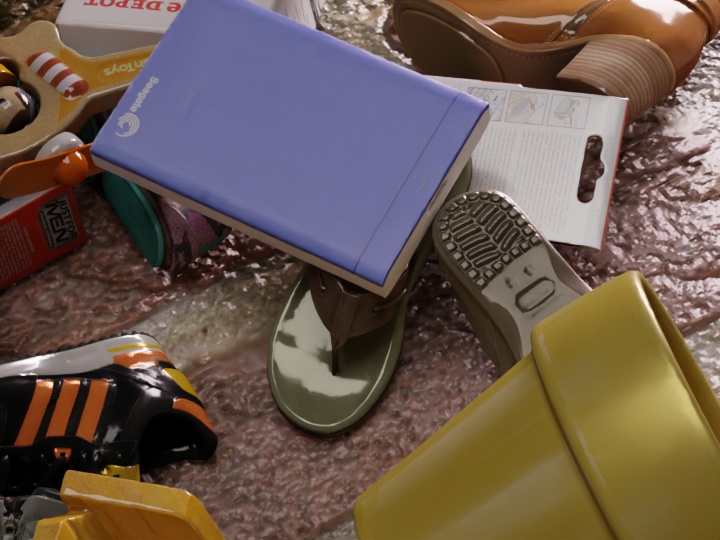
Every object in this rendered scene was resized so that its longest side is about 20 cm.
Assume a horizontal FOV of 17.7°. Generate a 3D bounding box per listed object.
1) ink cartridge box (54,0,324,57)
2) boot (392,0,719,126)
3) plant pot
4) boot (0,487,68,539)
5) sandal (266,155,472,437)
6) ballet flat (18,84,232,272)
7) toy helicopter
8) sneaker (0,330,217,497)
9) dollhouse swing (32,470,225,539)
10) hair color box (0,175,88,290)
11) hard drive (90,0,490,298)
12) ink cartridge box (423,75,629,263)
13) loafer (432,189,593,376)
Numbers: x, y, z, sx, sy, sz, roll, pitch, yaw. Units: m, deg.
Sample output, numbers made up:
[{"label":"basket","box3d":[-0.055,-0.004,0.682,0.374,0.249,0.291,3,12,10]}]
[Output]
[{"label":"ink cartridge box","box3d":[-0.103,-0.200,1.565,0.145,0.085,0.201,6,50,14]},{"label":"boot","box3d":[0.135,-0.169,1.508,0.199,0.077,0.155,18,48,36]},{"label":"plant pot","box3d":[0.107,0.131,1.186,0.188,0.201,0.201,-28,49,8]},{"label":"boot","box3d":[-0.230,0.185,1.236,0.199,0.068,0.132,-8,86,-6]},{"label":"sandal","box3d":[-0.001,-0.001,1.362,0.079,0.057,0.202,21,83,14]},{"label":"ballet flat","box3d":[-0.147,-0.076,1.489,0.071,0.069,0.200,-20,51,-31]},{"label":"toy helicopter","box3d":[-0.171,-0.105,1.427,0.199,0.079,0.133,-15,53,-8]},{"label":"sneaker","box3d":[-0.167,0.098,1.302,0.199,0.070,0.090,-19,52,-42]},{"label":"dollhouse swing","box3d":[-0.063,0.223,1.160,0.175,0.182,0.201,-5,48,20]},{"label":"hair color box","box3d":[-0.284,-0.016,1.457,0.199,0.061,0.102,-31,51,-17]},{"label":"hard drive","box3d":[-0.041,-0.080,1.366,0.199,0.025,0.132,24,69,18]},{"label":"ink cartridge box","box3d":[0.061,-0.060,1.428,0.199,0.050,0.110,7,66,15]},{"label":"loafer","box3d":[0.112,0.043,1.333,0.075,0.068,0.201,-29,70,-7]}]
